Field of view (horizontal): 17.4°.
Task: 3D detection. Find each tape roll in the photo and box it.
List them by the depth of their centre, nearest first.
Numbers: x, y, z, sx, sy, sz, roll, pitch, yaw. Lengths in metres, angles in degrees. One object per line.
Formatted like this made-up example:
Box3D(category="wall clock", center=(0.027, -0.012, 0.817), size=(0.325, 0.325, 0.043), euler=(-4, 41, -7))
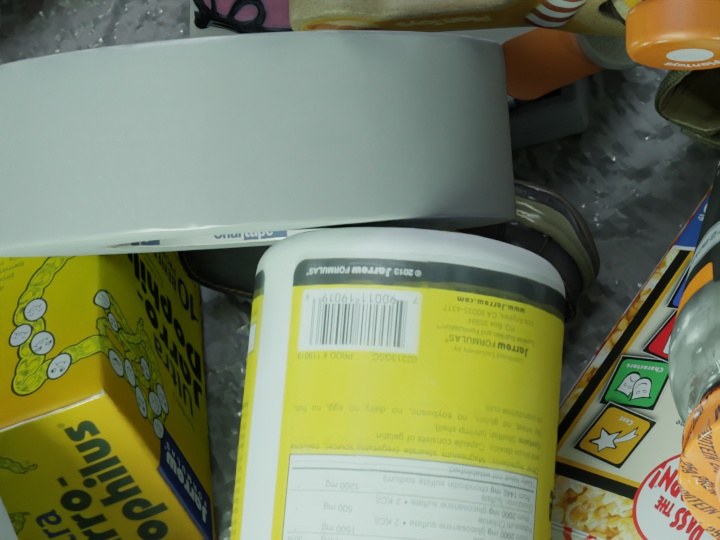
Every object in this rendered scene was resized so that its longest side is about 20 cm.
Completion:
Box3D(category="tape roll", center=(-0.044, -0.044, 0.872), size=(0.199, 0.200, 0.067), euler=(-5, 89, 26))

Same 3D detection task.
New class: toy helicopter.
Box3D(category="toy helicopter", center=(0.070, -0.108, 0.923), size=(0.199, 0.132, 0.079), euler=(-2, 81, 17))

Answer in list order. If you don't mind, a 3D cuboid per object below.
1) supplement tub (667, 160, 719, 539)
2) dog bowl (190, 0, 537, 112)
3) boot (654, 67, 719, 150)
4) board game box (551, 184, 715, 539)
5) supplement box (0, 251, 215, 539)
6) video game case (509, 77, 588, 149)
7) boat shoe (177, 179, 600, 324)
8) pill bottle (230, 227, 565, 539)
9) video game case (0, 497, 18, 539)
Box3D(category="supplement tub", center=(0.173, -0.002, 0.784), size=(0.122, 0.123, 0.201), euler=(-2, 48, 28))
Box3D(category="dog bowl", center=(0.013, -0.134, 1.048), size=(0.199, 0.074, 0.200), euler=(-11, 31, 6))
Box3D(category="boot", center=(0.161, -0.130, 1.031), size=(0.199, 0.072, 0.155), euler=(16, 60, 36))
Box3D(category="board game box", center=(0.163, 0.045, 0.870), size=(0.151, 0.046, 0.200), euler=(17, 59, 40))
Box3D(category="supplement box", center=(-0.135, 0.033, 1.006), size=(0.109, 0.109, 0.201), euler=(-20, 42, 11))
Box3D(category="video game case", center=(0.013, -0.110, 1.133), size=(0.199, 0.023, 0.183), euler=(-13, 43, 17))
Box3D(category="boat shoe", center=(0.000, 0.000, 0.989), size=(0.199, 0.075, 0.074), euler=(2, 49, 33))
Box3D(category="pill bottle", center=(0.010, 0.092, 0.818), size=(0.111, 0.112, 0.201), euler=(-1, 78, 29))
Box3D(category="video game case", center=(-0.186, 0.168, 0.859), size=(0.182, 0.022, 0.201), euler=(-32, 70, 19))
